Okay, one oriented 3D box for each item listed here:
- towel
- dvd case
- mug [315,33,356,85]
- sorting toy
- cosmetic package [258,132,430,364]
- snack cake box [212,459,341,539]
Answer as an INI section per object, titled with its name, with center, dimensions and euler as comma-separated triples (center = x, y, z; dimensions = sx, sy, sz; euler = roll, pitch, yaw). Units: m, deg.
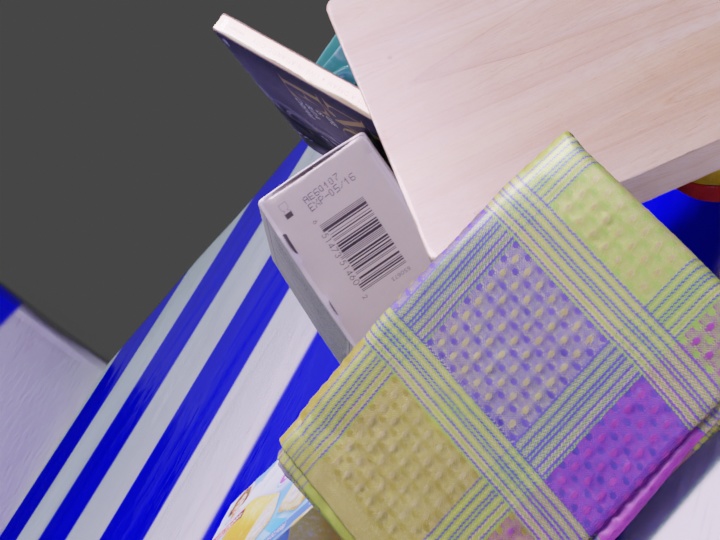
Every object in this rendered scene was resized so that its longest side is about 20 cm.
[towel]
center = 0.062, 0.058, 0.766
dimensions = 0.200, 0.144, 0.023
euler = -50, -28, 15
[dvd case]
center = 0.019, -0.063, 1.038
dimensions = 0.016, 0.199, 0.149
euler = -54, -30, -8
[mug]
center = 0.024, -0.222, 2.039
dimensions = 0.186, 0.114, 0.152
euler = -56, 10, -12
[sorting toy]
center = 0.106, -0.087, 0.884
dimensions = 0.198, 0.070, 0.200
euler = -23, 45, 2
[cosmetic package]
center = 0.000, 0.000, 1.070
dimensions = 0.073, 0.104, 0.200
euler = -34, -6, -4
[snack cake box]
center = -0.020, 0.142, 1.040
dimensions = 0.200, 0.067, 0.115
euler = -45, 13, 40
